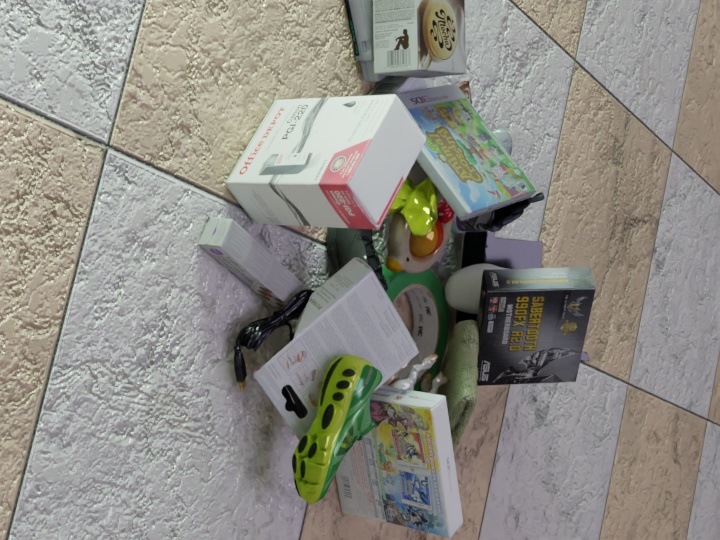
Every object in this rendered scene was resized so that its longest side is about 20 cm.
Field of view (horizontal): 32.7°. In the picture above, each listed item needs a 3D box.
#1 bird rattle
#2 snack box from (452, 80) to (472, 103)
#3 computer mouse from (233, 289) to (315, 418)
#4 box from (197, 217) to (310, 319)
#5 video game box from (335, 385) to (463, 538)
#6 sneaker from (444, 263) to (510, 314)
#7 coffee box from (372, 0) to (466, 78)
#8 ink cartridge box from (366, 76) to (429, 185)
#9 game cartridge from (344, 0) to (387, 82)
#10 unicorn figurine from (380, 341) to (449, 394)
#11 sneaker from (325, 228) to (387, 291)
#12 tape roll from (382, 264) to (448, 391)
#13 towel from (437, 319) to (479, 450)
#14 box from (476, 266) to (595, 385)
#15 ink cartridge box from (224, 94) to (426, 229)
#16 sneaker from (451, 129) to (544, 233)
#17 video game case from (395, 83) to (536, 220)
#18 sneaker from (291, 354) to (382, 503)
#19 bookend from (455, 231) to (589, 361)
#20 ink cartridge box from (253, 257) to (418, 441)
[{"bbox_3d":[0.087,-0.077,1.708,0.200,0.112,0.164,-18,125,-60],"label":"bird rattle"},{"bbox_3d":[0.153,-0.185,1.887,0.072,0.024,0.201,-34,122,-45],"label":"snack box"},{"bbox_3d":[-0.092,0.134,1.562,0.140,0.046,0.201,-28,131,-31],"label":"computer mouse"},{"bbox_3d":[-0.125,0.001,1.523,0.200,0.039,0.042,43,61,-48],"label":"box"},{"bbox_3d":[0.043,0.253,1.673,0.047,0.181,0.201,-33,121,-46],"label":"video game box"},{"bbox_3d":[0.227,0.030,1.826,0.199,0.088,0.076,0,93,-17],"label":"sneaker"},{"bbox_3d":[0.078,-0.364,1.646,0.113,0.079,0.202,-5,96,-50],"label":"coffee box"},{"bbox_3d":[0.071,-0.182,1.755,0.109,0.050,0.201,-50,134,-37],"label":"ink cartridge box"},{"bbox_3d":[0.027,-0.372,1.678,0.129,0.038,0.201,-34,122,-41],"label":"game cartridge"},{"bbox_3d":[0.075,0.191,1.733,0.200,0.074,0.138,49,62,-29],"label":"unicorn figurine"},{"bbox_3d":[0.000,0.000,1.651,0.076,0.090,0.201,9,87,-49],"label":"sneaker"},{"bbox_3d":[0.056,0.091,1.779,0.200,0.048,0.202,-11,104,-53],"label":"tape roll"},{"bbox_3d":[0.140,0.176,1.819,0.200,0.036,0.149,106,-10,-57],"label":"towel"},{"bbox_3d":[0.250,0.085,1.800,0.049,0.157,0.201,-95,-174,-47],"label":"box"},{"bbox_3d":[-0.044,-0.131,1.477,0.085,0.199,0.146,51,55,-38],"label":"ink cartridge box"},{"bbox_3d":[0.220,-0.129,1.847,0.201,0.139,0.078,-60,137,-25],"label":"sneaker"},{"bbox_3d":[0.134,-0.167,1.678,0.182,0.022,0.200,-19,70,-50],"label":"video game case"},{"bbox_3d":[-0.023,0.206,1.543,0.083,0.074,0.201,15,102,-36],"label":"sneaker"},{"bbox_3d":[0.260,0.034,1.931,0.197,0.092,0.202,4,92,-17],"label":"bookend"},{"bbox_3d":[-0.036,0.106,1.564,0.200,0.057,0.163,-38,129,-10],"label":"ink cartridge box"}]
